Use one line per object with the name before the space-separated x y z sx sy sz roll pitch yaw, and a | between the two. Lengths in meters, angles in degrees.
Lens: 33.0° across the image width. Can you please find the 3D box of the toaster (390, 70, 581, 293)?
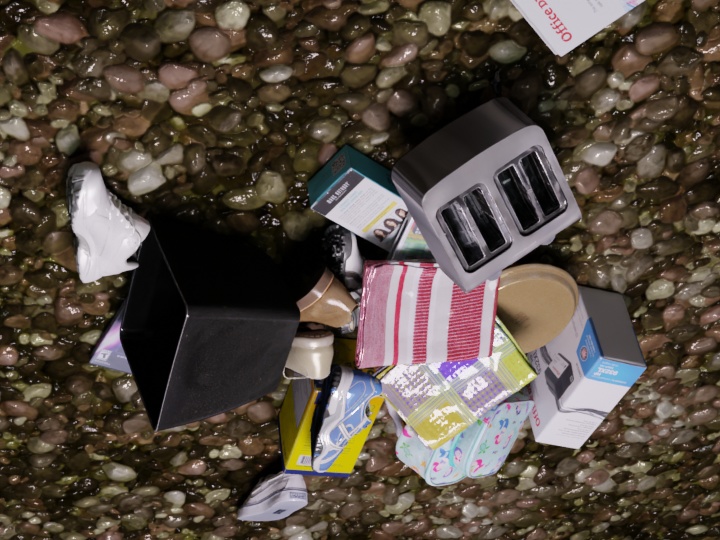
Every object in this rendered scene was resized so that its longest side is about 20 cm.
toaster | 0.151 -0.099 1.478 0.180 0.119 0.201 -33 121 -4

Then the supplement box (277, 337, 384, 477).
supplement box | -0.047 0.207 1.824 0.109 0.109 0.201 6 134 -16

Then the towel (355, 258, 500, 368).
towel | 0.092 0.055 1.599 0.198 0.023 0.145 -2 108 -21

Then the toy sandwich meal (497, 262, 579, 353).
toy sandwich meal | 0.213 0.045 1.742 0.203 0.071 0.206 -9 136 -8

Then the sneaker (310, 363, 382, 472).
sneaker | -0.026 0.217 1.705 0.076 0.076 0.201 8 133 -12

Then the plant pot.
plant pot | -0.193 0.067 1.589 0.176 0.200 0.201 0 126 -28

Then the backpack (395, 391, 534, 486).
backpack | 0.151 0.226 1.800 0.201 0.150 0.177 -57 151 14

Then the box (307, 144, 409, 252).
box | 0.032 -0.080 1.586 0.199 0.049 0.082 29 123 -33

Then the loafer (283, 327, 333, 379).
loafer | -0.091 0.115 1.683 0.075 0.069 0.200 -2 180 -18

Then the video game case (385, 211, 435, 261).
video game case | 0.108 -0.020 1.609 0.142 0.018 0.201 8 127 -23

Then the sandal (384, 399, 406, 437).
sandal | 0.069 0.195 1.865 0.059 0.080 0.207 -15 145 3

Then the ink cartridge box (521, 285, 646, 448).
ink cartridge box | 0.323 0.145 1.804 0.083 0.146 0.201 11 133 -21

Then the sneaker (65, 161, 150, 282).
sneaker | -0.316 -0.067 1.528 0.098 0.078 0.201 -8 146 -12

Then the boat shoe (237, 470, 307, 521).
boat shoe | -0.144 0.371 2.009 0.073 0.066 0.200 13 153 -32

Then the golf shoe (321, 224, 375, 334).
golf shoe | 0.000 0.000 1.655 0.094 0.078 0.201 -15 145 -8

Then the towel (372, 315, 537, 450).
towel | 0.129 0.148 1.686 0.199 0.023 0.144 -36 95 14

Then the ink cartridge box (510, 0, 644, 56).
ink cartridge box | 0.254 -0.353 1.321 0.199 0.083 0.146 -32 133 21

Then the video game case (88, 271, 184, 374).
video game case | -0.281 0.083 1.721 0.142 0.019 0.200 18 130 -26

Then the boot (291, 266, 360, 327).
boot | -0.064 0.056 1.638 0.075 0.074 0.200 37 157 -12
